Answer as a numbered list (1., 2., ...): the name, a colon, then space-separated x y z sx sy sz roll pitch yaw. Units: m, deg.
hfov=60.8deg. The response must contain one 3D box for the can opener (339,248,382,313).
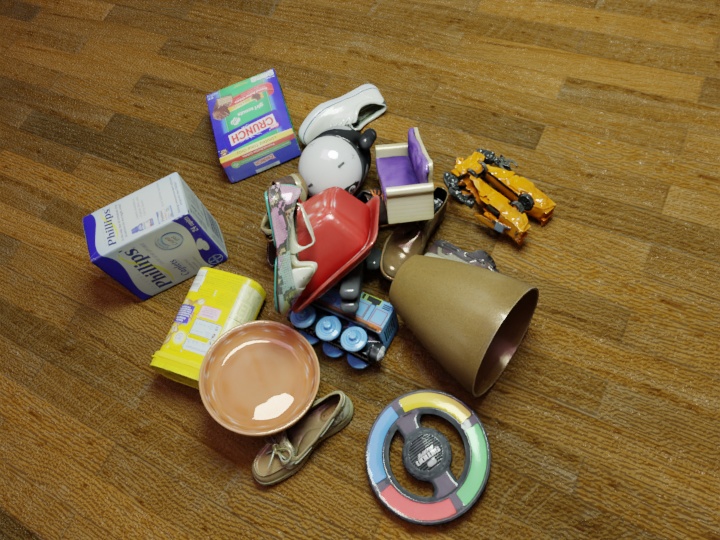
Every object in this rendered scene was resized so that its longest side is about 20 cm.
1. can opener: 0.000 0.000 1.057 0.065 0.054 0.201 3 30 9

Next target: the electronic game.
1. electronic game: 0.102 0.284 0.948 0.195 0.042 0.204 -6 62 11

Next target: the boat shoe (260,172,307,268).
1. boat shoe: -0.153 -0.083 1.117 0.071 0.202 0.072 -15 51 -37

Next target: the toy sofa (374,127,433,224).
1. toy sofa: 0.073 -0.172 1.071 0.081 0.099 0.201 -6 33 -1

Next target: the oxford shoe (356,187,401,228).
1. oxford shoe: 0.042 -0.123 1.153 0.197 0.073 0.072 -30 58 -3

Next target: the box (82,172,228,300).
1. box: -0.383 -0.058 1.166 0.197 0.185 0.106 -25 61 1

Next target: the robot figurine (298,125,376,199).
1. robot figurine: -0.044 -0.198 1.150 0.122 0.153 0.201 14 23 4

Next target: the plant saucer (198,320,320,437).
1. plant saucer: -0.165 0.178 1.010 0.195 0.038 0.204 2 55 -3

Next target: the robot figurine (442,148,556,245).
1. robot figurine: 0.242 -0.139 1.109 0.144 0.059 0.200 -34 59 -23

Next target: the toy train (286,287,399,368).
1. toy train: -0.032 0.087 1.063 0.197 0.087 0.115 21 61 25

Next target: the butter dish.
1. butter dish: -0.074 -0.067 1.028 0.199 0.148 0.201 -39 20 21

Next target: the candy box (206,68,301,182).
1. candy box: -0.231 -0.312 1.317 0.166 0.077 0.203 -21 62 3

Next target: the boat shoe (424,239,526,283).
1. boat shoe: 0.200 -0.004 1.055 0.197 0.072 0.066 20 74 29

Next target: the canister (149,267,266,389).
1. canister: -0.269 0.106 1.110 0.146 0.087 0.203 13 66 20

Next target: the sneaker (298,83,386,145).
1. sneaker: -0.036 -0.316 1.271 0.198 0.073 0.071 -34 55 -5

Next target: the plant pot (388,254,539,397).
1. plant pot: 0.147 0.064 0.968 0.198 0.187 0.188 30 74 27

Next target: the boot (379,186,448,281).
1. boot: 0.096 -0.070 1.089 0.073 0.076 0.202 31 64 6

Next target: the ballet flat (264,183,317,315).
1. ballet flat: -0.102 -0.030 0.936 0.069 0.069 0.205 -3 101 4

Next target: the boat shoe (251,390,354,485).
1. boat shoe: -0.100 0.265 0.997 0.199 0.063 0.073 -41 62 -8
